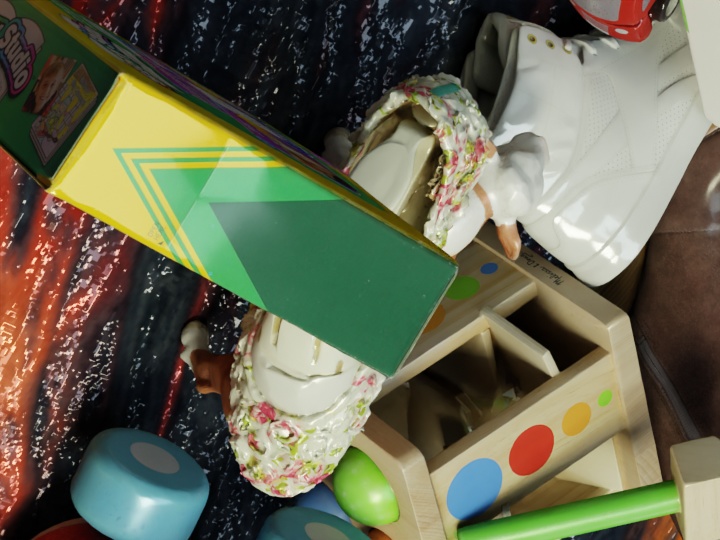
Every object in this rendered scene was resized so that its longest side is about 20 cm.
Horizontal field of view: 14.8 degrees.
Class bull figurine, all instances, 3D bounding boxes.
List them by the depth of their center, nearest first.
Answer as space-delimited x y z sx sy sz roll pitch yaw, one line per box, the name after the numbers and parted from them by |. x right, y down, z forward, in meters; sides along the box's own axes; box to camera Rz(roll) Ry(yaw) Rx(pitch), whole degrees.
0.000 0.000 1.277 0.065 0.121 0.200 42 87 -28 | bull figurine

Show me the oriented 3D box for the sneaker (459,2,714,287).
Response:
0.117 -0.105 1.349 0.115 0.074 0.200 37 63 -17 | sneaker

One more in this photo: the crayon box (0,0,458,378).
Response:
-0.079 -0.047 1.120 0.172 0.200 0.058 28 95 -32 | crayon box

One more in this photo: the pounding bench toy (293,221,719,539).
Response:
0.064 0.096 1.335 0.156 0.200 0.125 -32 131 -21 | pounding bench toy

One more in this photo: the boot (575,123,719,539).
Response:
0.188 0.028 1.380 0.072 0.167 0.200 0 138 -42 | boot

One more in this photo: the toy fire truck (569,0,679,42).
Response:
0.153 -0.211 1.265 0.200 0.049 0.141 -57 162 -4 | toy fire truck

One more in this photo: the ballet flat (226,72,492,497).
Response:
-0.010 0.003 1.200 0.201 0.075 0.064 -66 165 1 | ballet flat

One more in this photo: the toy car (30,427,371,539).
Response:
-0.097 0.205 1.237 0.176 0.200 0.185 25 109 -3 | toy car

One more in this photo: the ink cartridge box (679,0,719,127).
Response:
0.241 -0.167 1.293 0.200 0.084 0.146 -47 143 -20 | ink cartridge box
